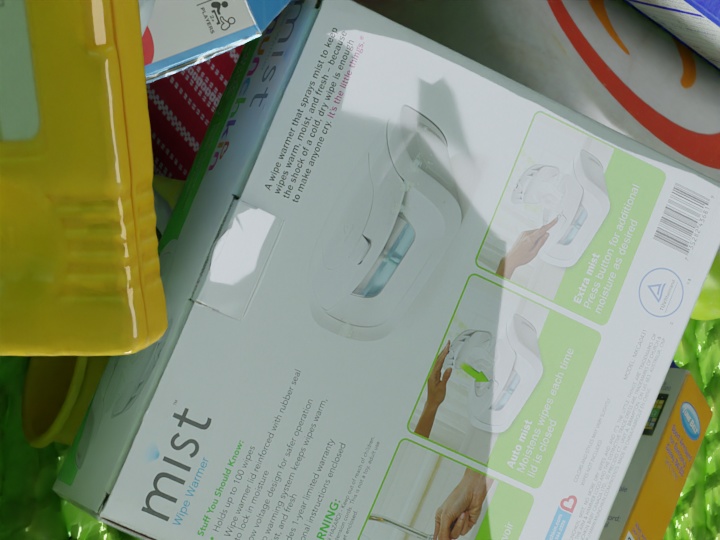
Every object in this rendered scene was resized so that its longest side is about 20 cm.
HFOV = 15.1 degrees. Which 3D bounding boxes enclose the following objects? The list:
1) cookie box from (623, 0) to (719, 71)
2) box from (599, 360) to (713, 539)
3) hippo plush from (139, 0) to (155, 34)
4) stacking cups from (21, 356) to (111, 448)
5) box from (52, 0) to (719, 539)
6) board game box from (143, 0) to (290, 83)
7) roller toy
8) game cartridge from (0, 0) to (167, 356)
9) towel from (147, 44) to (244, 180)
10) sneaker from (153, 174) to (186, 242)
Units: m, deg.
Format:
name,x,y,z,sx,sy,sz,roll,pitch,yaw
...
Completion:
name,x,y,z,sx,sy,sz,roll,pitch,yaw
cookie box,0.156,-0.183,1.090,0.200,0.075,0.171,30,88,-34
box,0.082,0.112,1.257,0.200,0.119,0.042,-62,139,-30
hippo plush,-0.144,-0.053,0.831,0.200,0.159,0.161,-61,176,-46
stacking cups,-0.031,0.063,1.063,0.200,0.060,0.061,17,78,-26
box,0.011,0.026,0.979,0.176,0.097,0.200,24,85,-15
board game box,-0.074,-0.188,0.956,0.196,0.056,0.200,-60,129,-66
roller toy,0.068,-0.065,1.161,0.182,0.140,0.200,27,38,-37
game cartridge,-0.145,-0.075,0.745,0.032,0.176,0.201,-27,114,-68
towel,-0.088,-0.087,1.074,0.145,0.022,0.200,50,56,-48
sneaker,0.000,0.000,1.066,0.200,0.075,0.077,23,97,-15
